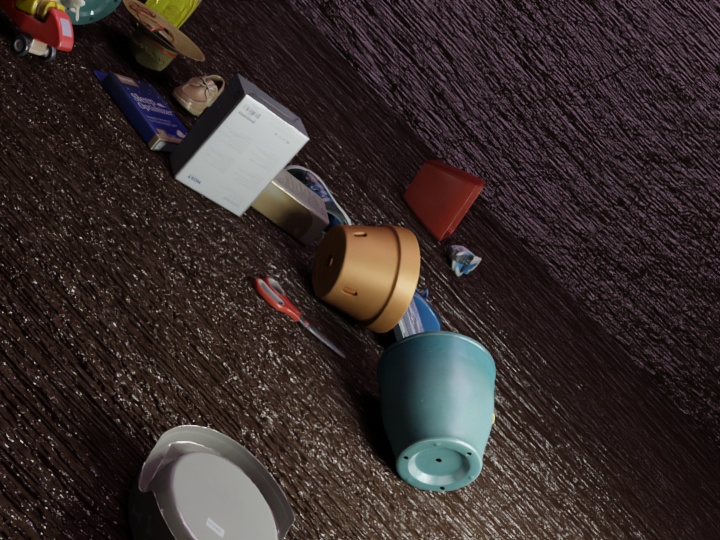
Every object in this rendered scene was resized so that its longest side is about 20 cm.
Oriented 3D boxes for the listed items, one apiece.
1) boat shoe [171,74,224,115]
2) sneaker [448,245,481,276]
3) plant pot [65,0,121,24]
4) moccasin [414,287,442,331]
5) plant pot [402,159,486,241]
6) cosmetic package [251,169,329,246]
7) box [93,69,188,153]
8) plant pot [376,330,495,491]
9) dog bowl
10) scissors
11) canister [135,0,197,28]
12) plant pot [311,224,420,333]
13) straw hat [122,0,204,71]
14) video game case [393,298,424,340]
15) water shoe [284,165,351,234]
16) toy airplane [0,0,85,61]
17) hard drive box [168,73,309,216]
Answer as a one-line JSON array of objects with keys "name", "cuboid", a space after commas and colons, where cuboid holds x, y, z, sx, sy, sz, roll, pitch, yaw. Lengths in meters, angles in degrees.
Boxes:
[{"name": "boat shoe", "cuboid": [-0.336, -0.377, 1.818, 0.071, 0.065, 0.200, 43, 18, -9]}, {"name": "sneaker", "cuboid": [0.283, -0.036, 2.504, 0.087, 0.075, 0.200, 42, 9, 15]}, {"name": "plant pot", "cuboid": [-0.522, -0.551, 1.580, 0.162, 0.199, 0.200, 61, 21, 11]}, {"name": "moccasin", "cuboid": [0.105, 0.053, 1.866, 0.200, 0.080, 0.068, 47, 30, 0]}, {"name": "plant pot", "cuboid": [0.243, -0.230, 2.630, 0.175, 0.201, 0.200, 37, 16, 8]}, {"name": "cosmetic package", "cuboid": [-0.160, -0.148, 1.715, 0.199, 0.071, 0.106, 37, 21, -28]}, {"name": "box", "cuboid": [-0.389, -0.293, 1.577, 0.201, 0.032, 0.121, 50, 19, 15]}, {"name": "plant pot", "cuboid": [0.122, 0.234, 1.375, 0.199, 0.199, 0.190, 36, 35, -27]}, {"name": "dog bowl", "cuboid": [-0.152, 0.258, 0.893, 0.200, 0.059, 0.201, 40, 19, -17]}, {"name": "scissors", "cuboid": [-0.103, 0.084, 1.452, 0.200, 0.014, 0.073, 48, 15, 0]}, {"name": "canister", "cuboid": [-0.424, -0.602, 1.971, 0.086, 0.149, 0.201, 39, 17, -16]}, {"name": "plant pot", "cuboid": [0.000, 0.000, 1.603, 0.138, 0.201, 0.201, 17, 29, -25]}, {"name": "straw hat", "cuboid": [-0.421, -0.458, 1.768, 0.200, 0.085, 0.201, 38, 15, -12]}, {"name": "video game case", "cuboid": [0.099, 0.124, 1.710, 0.200, 0.019, 0.145, -58, 131, -73]}, {"name": "water shoe", "cuboid": [-0.095, -0.145, 1.857, 0.200, 0.071, 0.079, 44, 20, -7]}, {"name": "toy airplane", "cuboid": [-0.540, -0.455, 1.402, 0.198, 0.141, 0.201, 34, 22, -30]}, {"name": "hard drive box", "cuboid": [-0.215, -0.217, 1.532, 0.155, 0.200, 0.077, 31, 22, -39]}]
